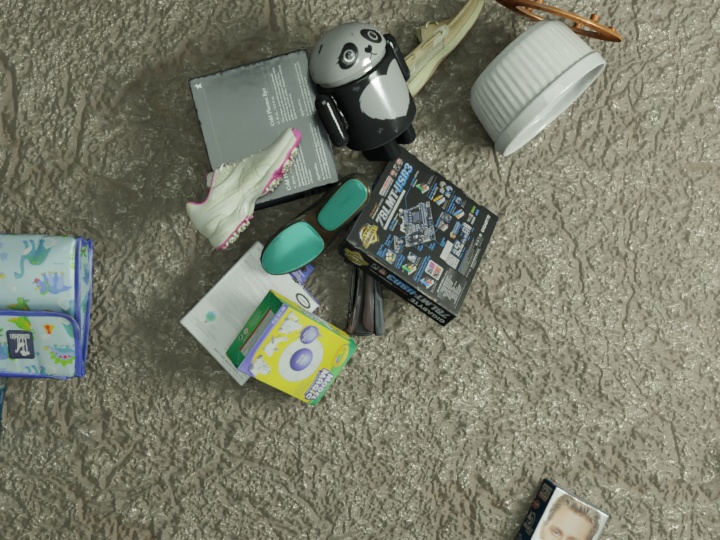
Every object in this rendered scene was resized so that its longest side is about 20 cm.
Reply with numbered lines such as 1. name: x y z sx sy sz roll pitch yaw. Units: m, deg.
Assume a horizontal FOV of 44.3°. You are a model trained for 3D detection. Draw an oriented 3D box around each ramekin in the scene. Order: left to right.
1. ramekin: 0.252 -0.274 1.304 0.199 0.200 0.106 -40 83 -4

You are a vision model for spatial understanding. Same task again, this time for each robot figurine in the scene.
1. robot figurine: 0.007 -0.255 1.269 0.122 0.152 0.202 -20 121 16

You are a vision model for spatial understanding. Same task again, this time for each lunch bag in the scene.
1. lunch bag: -0.477 0.051 1.267 0.165 0.127 0.206 2 90 -7

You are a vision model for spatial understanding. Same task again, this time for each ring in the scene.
1. ring: 0.292 -0.375 1.300 0.196 0.201 0.020 18 102 -5

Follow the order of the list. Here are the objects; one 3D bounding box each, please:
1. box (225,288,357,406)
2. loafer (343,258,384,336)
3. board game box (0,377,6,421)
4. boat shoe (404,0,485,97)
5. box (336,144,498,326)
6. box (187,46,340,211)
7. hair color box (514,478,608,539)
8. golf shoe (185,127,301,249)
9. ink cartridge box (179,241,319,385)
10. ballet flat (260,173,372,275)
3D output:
1. box: -0.089 0.121 1.292 0.118 0.048 0.199 -54 136 4
2. loafer: 0.000 0.000 1.345 0.061 0.072 0.206 -5 94 -1
3. board game box: -0.633 0.197 1.303 0.195 0.047 0.155 7 90 -5
4. boat shoe: 0.111 -0.349 1.352 0.065 0.072 0.201 40 93 -5
5. box: 0.089 -0.054 1.312 0.196 0.050 0.202 33 57 -7
6. box: -0.141 -0.200 1.313 0.178 0.104 0.205 -15 91 -6
7. hair color box: 0.292 0.441 1.374 0.098 0.061 0.203 27 87 -5
8. golf shoe: -0.162 -0.128 1.225 0.091 0.075 0.201 38 86 -1
9. ink cartridge box: -0.153 0.052 1.327 0.137 0.076 0.200 45 88 -4
10. ballet flat: -0.060 -0.065 1.283 0.198 0.069 0.068 -37 99 11
